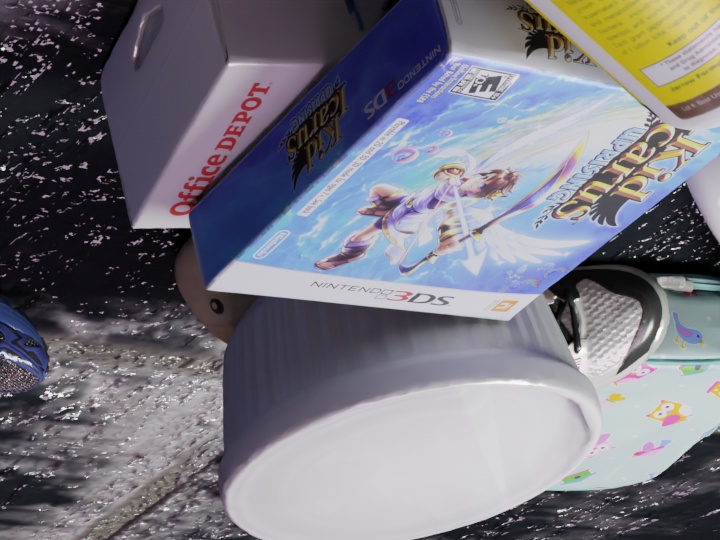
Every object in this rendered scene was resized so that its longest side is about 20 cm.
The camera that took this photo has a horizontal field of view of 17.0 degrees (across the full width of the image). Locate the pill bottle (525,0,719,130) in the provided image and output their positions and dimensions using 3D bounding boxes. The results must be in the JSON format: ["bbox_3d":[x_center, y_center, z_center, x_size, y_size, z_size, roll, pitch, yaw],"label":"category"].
[{"bbox_3d":[0.094,-0.153,0.941,0.200,0.110,0.109,39,129,-24],"label":"pill bottle"}]

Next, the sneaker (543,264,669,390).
[{"bbox_3d":[0.079,0.043,1.391,0.199,0.076,0.088,-12,176,14],"label":"sneaker"}]

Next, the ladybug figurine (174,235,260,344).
[{"bbox_3d":[0.000,0.000,1.313,0.199,0.072,0.136,-13,154,-2],"label":"ladybug figurine"}]

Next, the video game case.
[{"bbox_3d":[0.051,-0.047,1.077,0.181,0.046,0.200,5,148,-36],"label":"video game case"}]

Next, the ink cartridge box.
[{"bbox_3d":[-0.002,-0.089,1.118,0.199,0.086,0.147,-2,153,-26],"label":"ink cartridge box"}]

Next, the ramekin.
[{"bbox_3d":[0.020,0.063,1.257,0.201,0.095,0.203,-10,153,-5],"label":"ramekin"}]

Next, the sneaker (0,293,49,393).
[{"bbox_3d":[-0.258,0.053,1.286,0.199,0.079,0.075,5,150,-34],"label":"sneaker"}]

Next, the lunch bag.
[{"bbox_3d":[0.150,0.069,1.524,0.160,0.077,0.200,5,148,-25],"label":"lunch bag"}]

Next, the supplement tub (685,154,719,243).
[{"bbox_3d":[0.253,-0.096,1.174,0.199,0.133,0.132,-22,153,19],"label":"supplement tub"}]
